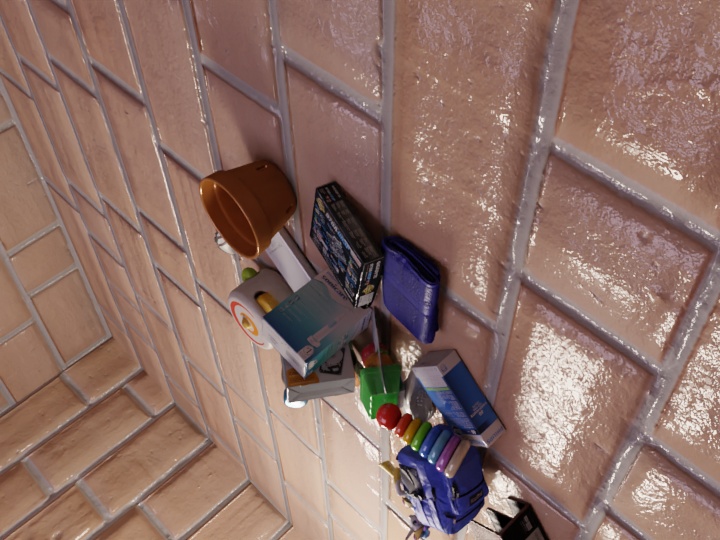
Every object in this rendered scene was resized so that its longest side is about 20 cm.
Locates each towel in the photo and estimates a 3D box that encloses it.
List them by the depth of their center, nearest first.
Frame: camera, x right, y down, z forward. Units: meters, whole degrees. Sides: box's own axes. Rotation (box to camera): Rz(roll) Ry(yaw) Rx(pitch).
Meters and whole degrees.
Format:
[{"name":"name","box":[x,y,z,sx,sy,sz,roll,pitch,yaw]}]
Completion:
[{"name":"towel","box":[0.099,0.036,1.540,0.148,0.049,0.201,45,154,31]},{"name":"towel","box":[0.018,0.271,1.912,0.153,0.023,0.201,-115,0,-69]}]

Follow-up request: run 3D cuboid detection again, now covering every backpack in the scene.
[{"name":"backpack","box":[0.186,0.466,1.751,0.167,0.162,0.201,10,118,55]}]

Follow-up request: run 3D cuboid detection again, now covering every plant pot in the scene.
[{"name":"plant pot","box":[-0.232,-0.145,1.745,0.200,0.140,0.201,38,150,27]}]

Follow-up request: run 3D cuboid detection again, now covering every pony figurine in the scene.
[{"name":"pony figurine","box":[0.157,0.523,1.915,0.167,0.192,0.201,-42,67,61]}]

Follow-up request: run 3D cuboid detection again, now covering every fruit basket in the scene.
[{"name":"fruit basket","box":[0.045,0.211,1.756,0.186,0.093,0.201,91,178,-50]}]

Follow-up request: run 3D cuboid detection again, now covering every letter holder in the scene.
[{"name":"letter holder","box":[0.338,0.608,1.792,0.142,0.100,0.201,2,125,60]}]

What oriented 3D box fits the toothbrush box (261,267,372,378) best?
[{"name":"toothbrush box","box":[-0.096,0.112,1.772,0.146,0.200,0.085,42,153,17]}]

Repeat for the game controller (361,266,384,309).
[{"name":"game controller","box":[0.000,0.000,1.656,0.104,0.042,0.200,45,152,16]}]

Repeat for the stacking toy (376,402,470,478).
[{"name":"stacking toy","box":[0.120,0.336,1.645,0.199,0.086,0.086,29,148,13]}]

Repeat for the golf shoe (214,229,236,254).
[{"name":"golf shoe","box":[-0.313,-0.098,2.009,0.088,0.077,0.201,33,149,21]}]

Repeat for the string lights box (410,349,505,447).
[{"name":"string lights box","box":[0.197,0.260,1.637,0.201,0.059,0.103,57,153,-9]}]

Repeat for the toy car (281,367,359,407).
[{"name":"toy car","box":[-0.078,0.241,1.999,0.199,0.185,0.177,20,132,-26]}]

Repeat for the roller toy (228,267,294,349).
[{"name":"roller toy","box":[-0.244,0.103,2.065,0.199,0.140,0.183,26,143,42]}]

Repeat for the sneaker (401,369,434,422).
[{"name":"sneaker","box":[0.113,0.268,1.773,0.081,0.076,0.201,46,153,34]}]

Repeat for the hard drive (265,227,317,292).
[{"name":"hard drive","box":[-0.170,-0.025,1.918,0.201,0.026,0.132,55,154,-5]}]

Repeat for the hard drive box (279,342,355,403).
[{"name":"hard drive box","box":[-0.105,0.184,1.831,0.077,0.155,0.201,95,164,-54]}]

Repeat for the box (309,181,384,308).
[{"name":"box","box":[-0.032,-0.049,1.583,0.201,0.046,0.159,57,156,26]}]
